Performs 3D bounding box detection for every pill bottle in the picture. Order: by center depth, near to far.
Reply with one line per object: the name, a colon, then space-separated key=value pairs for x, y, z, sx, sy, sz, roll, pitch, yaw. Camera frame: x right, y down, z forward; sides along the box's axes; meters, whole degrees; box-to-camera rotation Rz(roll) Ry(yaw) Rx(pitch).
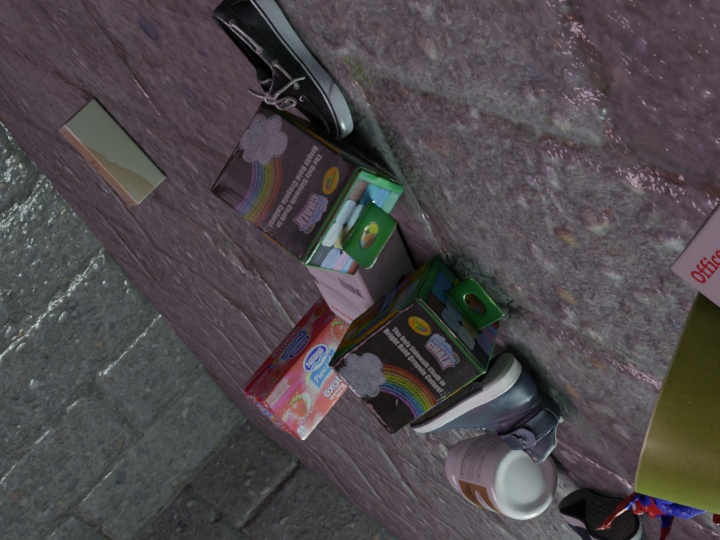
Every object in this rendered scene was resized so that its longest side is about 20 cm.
pill bottle: x=0.210 y=0.313 z=1.634 sx=0.114 sy=0.114 sz=0.200 roll=46 pitch=164 yaw=-10

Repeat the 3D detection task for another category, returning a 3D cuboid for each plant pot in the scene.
plant pot: x=0.332 y=0.115 z=0.784 sx=0.199 sy=0.188 sz=0.188 roll=20 pitch=155 yaw=23

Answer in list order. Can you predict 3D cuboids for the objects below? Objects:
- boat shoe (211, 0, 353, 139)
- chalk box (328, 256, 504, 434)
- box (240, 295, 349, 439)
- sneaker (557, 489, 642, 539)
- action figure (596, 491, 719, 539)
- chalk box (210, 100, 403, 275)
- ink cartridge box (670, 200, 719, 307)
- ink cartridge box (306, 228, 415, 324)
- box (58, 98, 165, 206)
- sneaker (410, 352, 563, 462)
boat shoe: x=-0.083 y=-0.208 z=1.122 sx=0.073 sy=0.068 sz=0.200 roll=22 pitch=153 yaw=53
chalk box: x=0.082 y=0.077 z=1.272 sx=0.125 sy=0.200 sz=0.124 roll=48 pitch=-153 yaw=-9
box: x=-0.071 y=0.142 z=1.587 sx=0.096 sy=0.200 sz=0.099 roll=47 pitch=164 yaw=-22
sneaker: x=0.370 y=0.396 z=1.494 sx=0.147 sy=0.077 sz=0.202 roll=57 pitch=172 yaw=-6
action figure: x=0.361 y=0.301 z=1.282 sx=0.065 sy=0.099 sz=0.200 roll=43 pitch=166 yaw=4
chalk box: x=-0.042 y=-0.079 z=1.182 sx=0.199 sy=0.125 sz=0.124 roll=37 pitch=-169 yaw=24
ink cartridge box: x=0.315 y=0.007 z=0.668 sx=0.200 sy=0.084 sz=0.145 roll=40 pitch=163 yaw=13
ink cartridge box: x=0.000 y=0.000 z=1.410 sx=0.146 sy=0.084 sz=0.201 roll=32 pitch=160 yaw=36
box: x=-0.472 y=-0.223 z=2.003 sx=0.200 sy=0.078 sz=0.095 roll=48 pitch=164 yaw=-15
sneaker: x=0.171 y=0.201 z=1.386 sx=0.146 sy=0.077 sz=0.202 roll=42 pitch=136 yaw=-17
